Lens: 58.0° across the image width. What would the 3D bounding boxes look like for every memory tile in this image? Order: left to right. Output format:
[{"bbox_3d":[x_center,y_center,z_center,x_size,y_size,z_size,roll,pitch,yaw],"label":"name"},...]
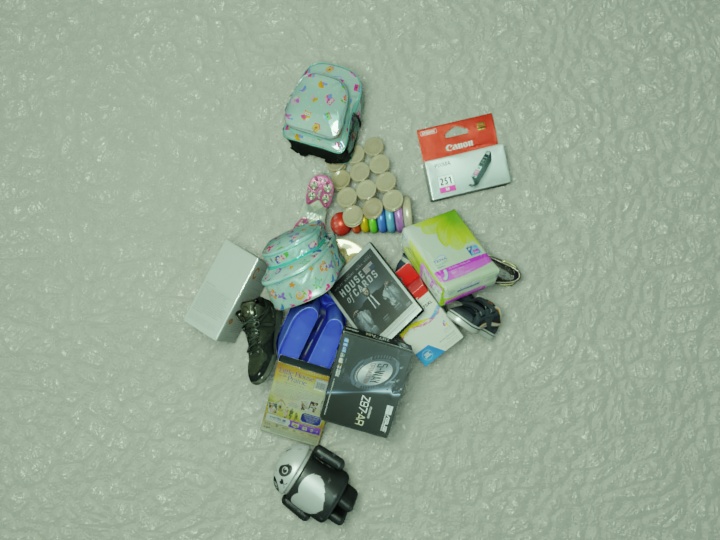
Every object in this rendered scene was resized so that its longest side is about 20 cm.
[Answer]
[{"bbox_3d":[0.007,-0.206,1.511,0.149,0.017,0.205,-21,66,6],"label":"memory tile"}]

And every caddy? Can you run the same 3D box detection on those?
[{"bbox_3d":[-0.113,0.152,1.489,0.138,0.105,0.204,25,102,-12],"label":"caddy"}]

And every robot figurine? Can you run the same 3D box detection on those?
[{"bbox_3d":[-0.103,0.481,1.461,0.197,0.125,0.152,34,70,2],"label":"robot figurine"}]

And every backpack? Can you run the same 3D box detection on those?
[{"bbox_3d":[-0.131,-0.008,1.423,0.173,0.202,0.153,-20,114,16],"label":"backpack"},{"bbox_3d":[-0.080,-0.373,1.495,0.171,0.154,0.206,16,78,12],"label":"backpack"}]

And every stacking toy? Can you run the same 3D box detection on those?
[{"bbox_3d":[0.025,-0.122,1.521,0.193,0.085,0.088,-6,87,6],"label":"stacking toy"}]

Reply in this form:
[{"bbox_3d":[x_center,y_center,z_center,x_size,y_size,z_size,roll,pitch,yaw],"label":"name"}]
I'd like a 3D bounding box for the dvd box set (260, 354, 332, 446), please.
[{"bbox_3d":[-0.138,0.296,1.466,0.142,0.030,0.205,15,117,-3],"label":"dvd box set"}]

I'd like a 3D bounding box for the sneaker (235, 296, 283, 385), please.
[{"bbox_3d":[-0.232,0.143,1.422,0.075,0.114,0.204,-17,48,30],"label":"sneaker"}]

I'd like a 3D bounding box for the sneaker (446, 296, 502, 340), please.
[{"bbox_3d":[0.258,0.097,1.451,0.078,0.198,0.081,33,96,33],"label":"sneaker"}]

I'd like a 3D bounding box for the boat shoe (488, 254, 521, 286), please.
[{"bbox_3d":[0.278,-0.008,1.516,0.194,0.060,0.074,16,87,1],"label":"boat shoe"}]

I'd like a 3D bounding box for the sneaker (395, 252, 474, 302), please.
[{"bbox_3d":[0.168,0.040,1.520,0.196,0.070,0.084,30,104,5],"label":"sneaker"}]

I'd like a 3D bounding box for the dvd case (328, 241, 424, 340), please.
[{"bbox_3d":[0.027,0.062,1.440,0.150,0.025,0.201,-43,69,10],"label":"dvd case"}]

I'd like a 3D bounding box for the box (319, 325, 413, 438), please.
[{"bbox_3d":[0.011,0.239,1.391,0.155,0.044,0.206,16,100,-3],"label":"box"}]

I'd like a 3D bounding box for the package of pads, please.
[{"bbox_3d":[0.192,-0.030,1.451,0.151,0.069,0.202,-19,54,-18],"label":"package of pads"}]

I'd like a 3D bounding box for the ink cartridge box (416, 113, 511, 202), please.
[{"bbox_3d":[0.243,-0.271,1.540,0.194,0.044,0.179,-12,88,0],"label":"ink cartridge box"}]

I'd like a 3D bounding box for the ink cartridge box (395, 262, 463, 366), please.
[{"bbox_3d":[0.129,0.099,1.471,0.115,0.068,0.201,-38,105,11],"label":"ink cartridge box"}]

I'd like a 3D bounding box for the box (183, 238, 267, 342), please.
[{"bbox_3d":[-0.297,0.050,1.481,0.096,0.124,0.204,28,87,11],"label":"box"}]

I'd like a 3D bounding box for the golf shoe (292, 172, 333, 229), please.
[{"bbox_3d":[-0.110,-0.133,1.526,0.073,0.092,0.205,20,109,-9],"label":"golf shoe"}]

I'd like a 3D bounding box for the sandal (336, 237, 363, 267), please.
[{"bbox_3d":[0.004,-0.005,1.514,0.211,0.070,0.078,42,88,3],"label":"sandal"}]

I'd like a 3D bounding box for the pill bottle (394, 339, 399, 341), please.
[{"bbox_3d":[0.025,0.240,1.478,0.112,0.114,0.203,33,89,2],"label":"pill bottle"}]
